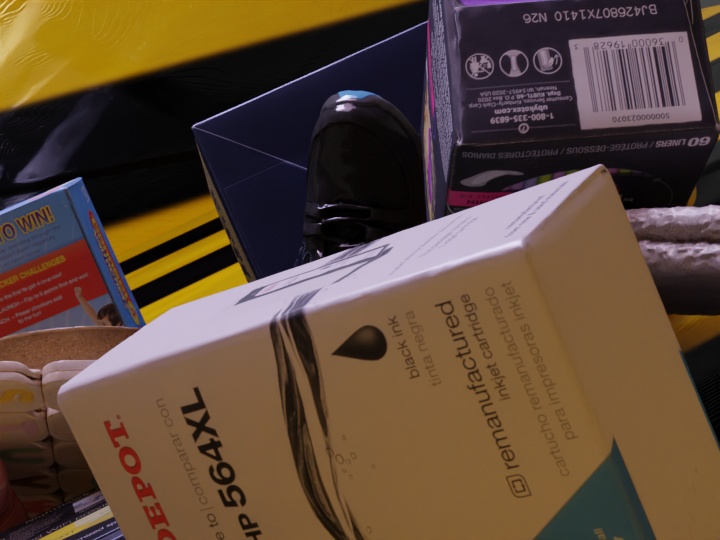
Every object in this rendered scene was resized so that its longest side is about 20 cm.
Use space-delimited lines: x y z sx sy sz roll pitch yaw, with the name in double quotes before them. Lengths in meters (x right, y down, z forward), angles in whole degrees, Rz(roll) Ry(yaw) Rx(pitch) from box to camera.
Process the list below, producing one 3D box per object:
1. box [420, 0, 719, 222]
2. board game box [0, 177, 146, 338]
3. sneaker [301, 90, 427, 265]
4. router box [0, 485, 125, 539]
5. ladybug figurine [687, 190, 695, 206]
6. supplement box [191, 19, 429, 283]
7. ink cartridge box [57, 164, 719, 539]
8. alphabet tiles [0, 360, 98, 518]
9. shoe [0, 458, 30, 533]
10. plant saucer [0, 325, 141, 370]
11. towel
"box" 0.094 -0.068 0.808 0.121 0.107 0.200 -4 -21 -1
"board game box" -0.236 0.069 1.072 0.199 0.197 0.056 -22 8 6
"sneaker" 0.000 0.000 0.926 0.073 0.201 0.082 5 23 18
"router box" -0.099 0.133 0.786 0.199 0.053 0.157 -25 8 -11
"ladybug figurine" 0.162 -0.077 1.117 0.072 0.136 0.200 -43 -5 1
"supplement box" 0.004 -0.057 1.120 0.199 0.135 0.200 -24 -6 -5
"ink cartridge box" 0.013 0.068 0.567 0.199 0.147 0.084 -19 11 33
"alphabet tiles" -0.168 0.097 0.893 0.194 0.015 0.200 0 -28 -6
"shoe" -0.271 0.163 0.867 0.199 0.091 0.072 -22 48 -14
"plant saucer" -0.148 0.091 0.938 0.198 0.036 0.201 -2 -28 -1
"towel" 0.164 -0.004 0.732 0.132 0.035 0.199 14 -9 -39
